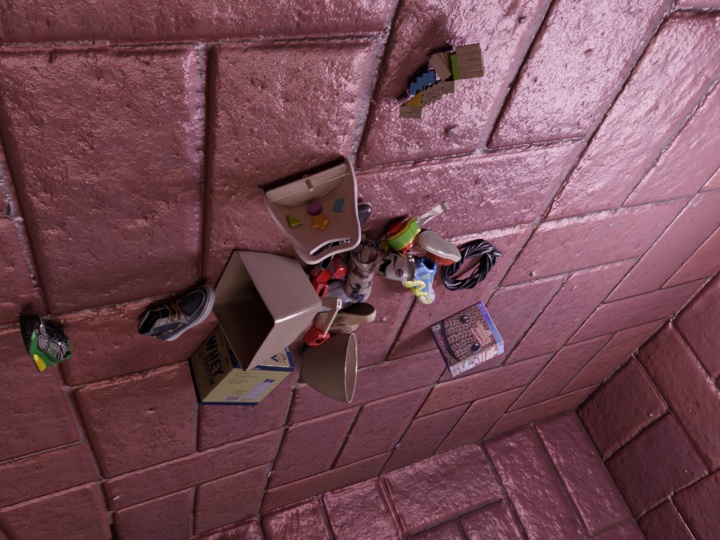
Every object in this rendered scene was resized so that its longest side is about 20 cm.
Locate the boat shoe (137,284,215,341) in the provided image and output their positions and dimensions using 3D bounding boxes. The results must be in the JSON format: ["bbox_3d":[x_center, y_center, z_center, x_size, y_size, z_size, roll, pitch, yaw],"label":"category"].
[{"bbox_3d":[-0.422,0.099,1.503,0.199,0.072,0.090,-38,151,25],"label":"boat shoe"}]

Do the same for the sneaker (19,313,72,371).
[{"bbox_3d":[-0.671,0.143,1.402,0.084,0.079,0.201,-20,159,-21],"label":"sneaker"}]

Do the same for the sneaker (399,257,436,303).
[{"bbox_3d":[0.185,0.026,1.837,0.104,0.077,0.199,-35,147,16],"label":"sneaker"}]

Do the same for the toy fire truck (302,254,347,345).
[{"bbox_3d":[-0.090,0.068,1.605,0.201,0.142,0.048,-49,151,20],"label":"toy fire truck"}]

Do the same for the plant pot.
[{"bbox_3d":[-0.210,0.079,1.531,0.175,0.202,0.201,-13,150,-43],"label":"plant pot"}]

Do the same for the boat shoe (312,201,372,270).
[{"bbox_3d":[-0.038,-0.078,1.525,0.199,0.064,0.072,-41,146,25],"label":"boat shoe"}]

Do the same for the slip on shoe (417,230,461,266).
[{"bbox_3d":[0.202,-0.052,1.739,0.061,0.075,0.199,-34,154,22],"label":"slip on shoe"}]

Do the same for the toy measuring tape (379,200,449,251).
[{"bbox_3d":[0.129,-0.101,1.596,0.197,0.075,0.073,-30,150,19],"label":"toy measuring tape"}]

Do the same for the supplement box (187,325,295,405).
[{"bbox_3d":[-0.317,0.249,1.749,0.197,0.136,0.200,12,134,-46],"label":"supplement box"}]

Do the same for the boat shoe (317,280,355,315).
[{"bbox_3d":[-0.096,0.075,1.726,0.196,0.074,0.071,-11,172,-31],"label":"boat shoe"}]

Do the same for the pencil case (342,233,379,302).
[{"bbox_3d":[0.000,0.000,1.650,0.076,0.091,0.202,9,148,-2],"label":"pencil case"}]

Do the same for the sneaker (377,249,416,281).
[{"bbox_3d":[0.083,-0.019,1.644,0.086,0.076,0.200,-1,-172,-3],"label":"sneaker"}]

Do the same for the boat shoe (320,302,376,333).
[{"bbox_3d":[-0.029,0.129,1.750,0.197,0.067,0.072,-5,-162,44],"label":"boat shoe"}]

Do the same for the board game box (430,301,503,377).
[{"bbox_3d":[0.355,0.230,2.190,0.196,0.162,0.097,-26,150,0],"label":"board game box"}]

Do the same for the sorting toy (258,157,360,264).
[{"bbox_3d":[-0.083,-0.105,1.335,0.196,0.183,0.108,-20,150,-7],"label":"sorting toy"}]

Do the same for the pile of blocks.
[{"bbox_3d":[0.151,-0.365,1.247,0.198,0.083,0.062,-30,-167,26],"label":"pile of blocks"}]

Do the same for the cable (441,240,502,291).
[{"bbox_3d":[0.313,-0.006,1.907,0.161,0.052,0.200,12,134,-46],"label":"cable"}]

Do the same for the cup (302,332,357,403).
[{"bbox_3d":[-0.093,0.285,1.944,0.139,0.205,0.202,1,151,9],"label":"cup"}]
